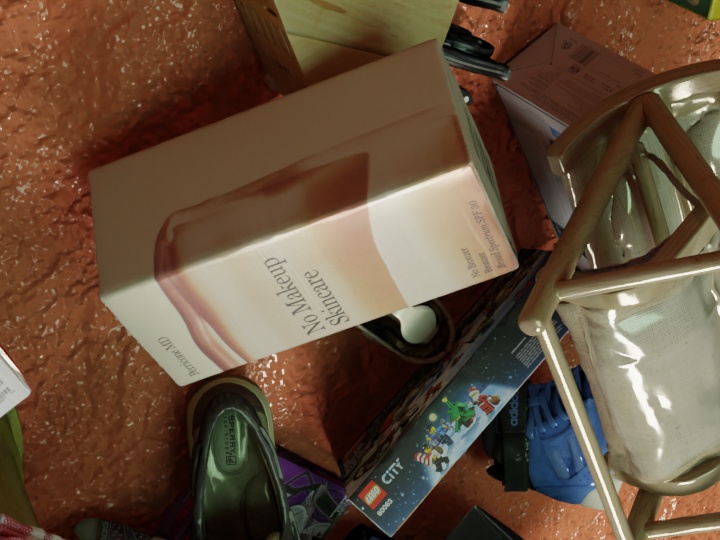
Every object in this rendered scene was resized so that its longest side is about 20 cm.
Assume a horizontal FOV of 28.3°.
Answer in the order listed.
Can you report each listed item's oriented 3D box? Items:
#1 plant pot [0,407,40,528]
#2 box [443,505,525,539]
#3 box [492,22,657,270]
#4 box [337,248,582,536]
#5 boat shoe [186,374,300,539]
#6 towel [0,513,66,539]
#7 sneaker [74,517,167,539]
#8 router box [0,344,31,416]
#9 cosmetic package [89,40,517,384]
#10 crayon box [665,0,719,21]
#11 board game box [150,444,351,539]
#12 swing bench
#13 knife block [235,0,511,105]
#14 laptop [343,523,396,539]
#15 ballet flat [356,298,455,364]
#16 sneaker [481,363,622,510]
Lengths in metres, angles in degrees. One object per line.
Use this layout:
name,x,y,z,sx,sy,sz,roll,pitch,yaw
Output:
plant pot,-0.232,0.160,0.716,0.199,0.184,0.202,-20,128,-27
box,0.095,0.274,1.038,0.149,0.124,0.200,-48,160,-3
box,0.169,-0.053,0.938,0.060,0.117,0.201,-39,135,-10
box,0.065,0.073,0.931,0.038,0.137,0.200,41,88,-4
boat shoe,-0.072,0.168,0.877,0.071,0.066,0.203,-8,97,0
towel,-0.145,0.205,0.662,0.147,0.030,0.200,-49,135,-1
sneaker,-0.183,0.234,0.841,0.201,0.086,0.078,-56,166,-36
router box,-0.267,0.057,0.628,0.200,0.179,0.049,-40,135,-11
cosmetic package,-0.030,-0.027,0.749,0.198,0.088,0.104,-20,144,11
crayon box,0.289,-0.274,0.930,0.171,0.058,0.202,-12,123,-30
board game box,-0.101,0.206,0.959,0.120,0.032,0.201,33,95,-41
swing bench,0.182,0.023,0.801,0.129,0.201,0.200,-11,126,19
knife block,0.017,-0.172,0.782,0.175,0.064,0.201,-37,133,-14
laptop,-0.014,0.284,1.018,0.103,0.200,0.178,36,93,-6
ballet flat,0.000,0.000,0.875,0.068,0.067,0.200,-51,135,2
sneaker,0.141,0.099,1.004,0.110,0.077,0.201,9,145,1
